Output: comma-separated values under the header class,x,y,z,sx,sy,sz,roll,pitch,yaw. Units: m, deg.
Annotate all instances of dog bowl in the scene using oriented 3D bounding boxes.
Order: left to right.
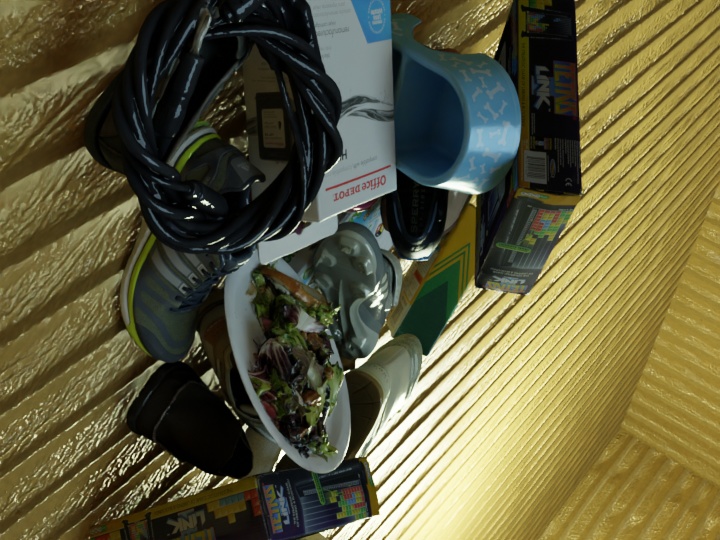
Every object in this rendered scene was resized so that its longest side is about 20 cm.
class,x,y,z,sx,sy,sz,roll,pitch,yaw
dog bowl,0.043,-0.136,0.867,0.049,0.200,0.113,-9,125,-39

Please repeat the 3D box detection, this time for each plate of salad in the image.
class,x,y,z,sx,sy,sz,roll,pitch,yaw
plate of salad,-0.050,0.069,0.896,0.048,0.203,0.200,-21,166,19

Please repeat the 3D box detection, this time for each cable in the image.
class,x,y,z,sx,sy,sz,roll,pitch,yaw
cable,-0.078,-0.085,0.681,0.163,0.050,0.202,-44,144,-30

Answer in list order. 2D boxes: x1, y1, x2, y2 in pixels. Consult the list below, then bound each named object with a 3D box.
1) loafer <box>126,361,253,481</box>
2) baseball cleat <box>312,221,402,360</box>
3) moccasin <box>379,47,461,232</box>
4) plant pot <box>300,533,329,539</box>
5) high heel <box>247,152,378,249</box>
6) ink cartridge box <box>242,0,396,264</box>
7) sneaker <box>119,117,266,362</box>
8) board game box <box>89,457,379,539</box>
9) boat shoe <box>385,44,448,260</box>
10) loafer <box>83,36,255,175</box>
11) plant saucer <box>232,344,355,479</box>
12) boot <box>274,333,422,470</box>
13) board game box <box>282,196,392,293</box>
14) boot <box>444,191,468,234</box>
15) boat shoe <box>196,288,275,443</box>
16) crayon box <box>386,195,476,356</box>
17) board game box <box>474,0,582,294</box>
class,x,y,z,sx,sy,sz,roll,pitch,yaw
loafer,-0.139,0.139,0.953,0.073,0.071,0.200,-56,157,-9
baseball cleat,0.000,0.000,1.018,0.201,0.069,0.107,96,20,-55
moccasin,0.075,-0.126,1.038,0.074,0.077,0.204,74,28,-58
plant pot,-0.110,0.345,1.117,0.201,0.199,0.178,-53,146,-16
high heel,-0.035,-0.094,0.931,0.199,0.067,0.097,-32,129,-47
ink cartridge box,-0.028,-0.111,0.818,0.115,0.066,0.203,-27,119,-53
sneaker,-0.125,-0.009,0.799,0.074,0.080,0.202,-29,142,-50
board game box,-0.109,0.221,0.939,0.198,0.057,0.164,-23,166,31
boat shoe,0.058,-0.113,0.961,0.069,0.083,0.203,78,5,-79
loafer,-0.101,-0.144,0.702,0.201,0.063,0.072,-57,139,-6
plant saucer,-0.060,0.147,1.121,0.201,0.035,0.201,-51,166,-17
boot,-0.011,0.164,1.113,0.201,0.072,0.154,-60,169,25
board game box,-0.033,-0.006,1.052,0.201,0.034,0.127,-51,155,-22
boot,0.109,-0.134,1.119,0.147,0.070,0.201,-59,-177,39
boat shoe,-0.091,0.106,0.955,0.074,0.069,0.201,-28,135,1
crayon box,0.100,-0.012,1.218,0.202,0.051,0.126,-61,-173,7
board game box,0.142,-0.107,0.924,0.166,0.056,0.203,101,-5,-62
